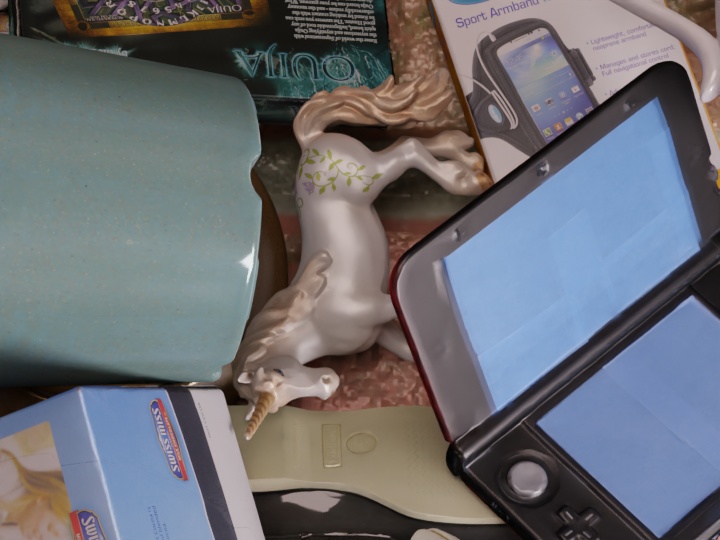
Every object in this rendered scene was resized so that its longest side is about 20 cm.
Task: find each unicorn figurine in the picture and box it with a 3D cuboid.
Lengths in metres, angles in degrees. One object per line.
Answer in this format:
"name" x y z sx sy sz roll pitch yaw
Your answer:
"unicorn figurine" 0.000 0.000 1.336 0.137 0.074 0.200 -1 68 -9

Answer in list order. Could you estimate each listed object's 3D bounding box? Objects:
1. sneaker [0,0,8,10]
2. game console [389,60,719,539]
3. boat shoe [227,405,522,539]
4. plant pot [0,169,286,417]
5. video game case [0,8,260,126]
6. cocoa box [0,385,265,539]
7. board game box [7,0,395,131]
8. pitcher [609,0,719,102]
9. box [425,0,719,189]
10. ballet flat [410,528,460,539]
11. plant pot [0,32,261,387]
"sneaker" -0.272 -0.156 1.410 0.200 0.090 0.078 -30 58 4
"game console" 0.136 0.031 1.263 0.200 0.119 0.172 -37 66 -23
"boat shoe" 0.001 0.110 1.313 0.201 0.063 0.074 3 39 4
"plant pot" -0.135 -0.003 1.353 0.200 0.027 0.200 2 74 -9
"video game case" -0.141 -0.105 1.427 0.182 0.023 0.200 26 73 14
"cocoa box" -0.121 0.166 1.221 0.133 0.131 0.200 -22 78 25
"board game box" -0.084 -0.141 1.382 0.200 0.028 0.135 3 62 -17
"pitcher" 0.199 -0.129 1.264 0.171 0.121 0.200 -21 64 8
"box" 0.111 -0.102 1.397 0.119 0.041 0.200 -16 66 -2
"ballet flat" 0.019 0.161 1.257 0.200 0.067 0.070 -20 58 27
"plant pot" -0.157 -0.027 1.245 0.196 0.200 0.200 4 68 -16
